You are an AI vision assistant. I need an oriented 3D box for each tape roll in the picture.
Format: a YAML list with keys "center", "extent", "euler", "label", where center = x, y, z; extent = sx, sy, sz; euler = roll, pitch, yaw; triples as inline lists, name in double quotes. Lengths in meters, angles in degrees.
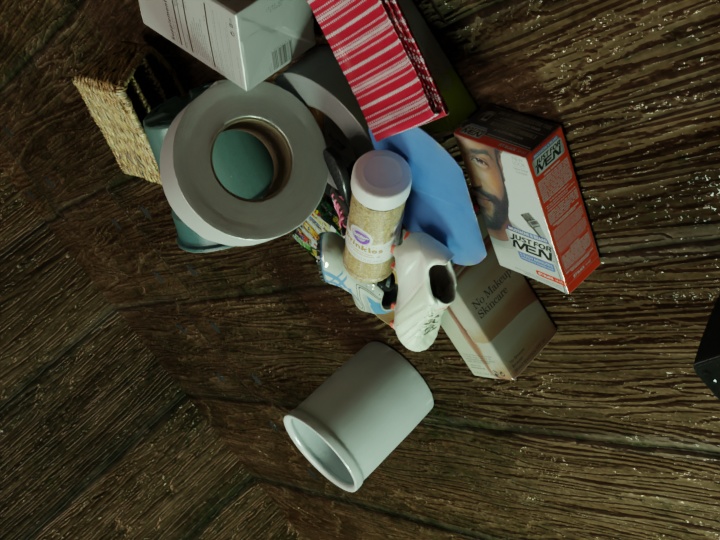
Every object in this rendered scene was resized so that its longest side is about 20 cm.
- center: [-0.143, -0.133, 1.528]
  extent: [0.202, 0.202, 0.071]
  euler: [52, 160, -10]
  label: "tape roll"
- center: [-0.020, -0.184, 1.569]
  extent: [0.200, 0.066, 0.200]
  euler: [40, 156, 21]
  label: "tape roll"

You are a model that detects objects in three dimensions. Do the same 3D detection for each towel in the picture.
- center: [0.009, -0.239, 1.315]
  extent: [0.145, 0.022, 0.200]
  euler: [-11, 108, 61]
  label: "towel"

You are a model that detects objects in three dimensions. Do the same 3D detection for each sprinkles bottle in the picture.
- center: [0.018, -0.060, 1.465]
  extent: [0.068, 0.068, 0.200]
  euler: [41, 155, 17]
  label: "sprinkles bottle"

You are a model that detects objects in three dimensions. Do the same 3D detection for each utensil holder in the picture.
- center: [0.000, 0.240, 2.072]
  extent: [0.170, 0.200, 0.170]
  euler: [40, 158, 20]
  label: "utensil holder"

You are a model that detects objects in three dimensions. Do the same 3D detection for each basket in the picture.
- center: [-0.320, -0.248, 1.921]
  extent: [0.149, 0.143, 0.200]
  euler: [19, 142, 47]
  label: "basket"

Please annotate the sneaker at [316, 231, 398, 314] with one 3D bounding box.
- center: [0.000, 0.000, 1.618]
  extent: [0.072, 0.072, 0.200]
  euler: [-7, 155, 24]
  label: "sneaker"

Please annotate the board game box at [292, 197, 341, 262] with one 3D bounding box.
- center: [-0.051, -0.048, 1.825]
  extent: [0.105, 0.023, 0.200]
  euler: [44, 164, 5]
  label: "board game box"

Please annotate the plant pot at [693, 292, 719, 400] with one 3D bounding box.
- center: [0.404, 0.062, 1.041]
  extent: [0.200, 0.177, 0.200]
  euler: [48, 160, 0]
  label: "plant pot"

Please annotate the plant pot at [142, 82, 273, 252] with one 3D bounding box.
- center: [-0.216, -0.160, 1.832]
  extent: [0.200, 0.200, 0.196]
  euler: [18, 137, 51]
  label: "plant pot"

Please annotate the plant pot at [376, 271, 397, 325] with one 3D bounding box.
- center: [0.032, 0.012, 1.858]
  extent: [0.200, 0.027, 0.200]
  euler: [39, 157, 20]
  label: "plant pot"

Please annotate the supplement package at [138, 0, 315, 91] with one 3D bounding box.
- center: [-0.168, -0.333, 1.508]
  extent: [0.200, 0.121, 0.120]
  euler: [36, 151, 29]
  label: "supplement package"

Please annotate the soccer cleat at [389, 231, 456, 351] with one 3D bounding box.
- center: [0.080, 0.037, 1.492]
  extent: [0.078, 0.069, 0.200]
  euler: [27, 145, 28]
  label: "soccer cleat"

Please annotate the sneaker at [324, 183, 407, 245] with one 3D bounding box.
- center: [-0.005, -0.081, 1.679]
  extent: [0.200, 0.095, 0.079]
  euler: [33, 157, 34]
  label: "sneaker"

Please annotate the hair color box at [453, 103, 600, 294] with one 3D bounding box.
- center: [0.186, -0.078, 1.368]
  extent: [0.111, 0.064, 0.200]
  euler: [26, 149, 45]
  label: "hair color box"

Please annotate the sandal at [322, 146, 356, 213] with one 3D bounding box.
- center: [-0.002, -0.099, 1.536]
  extent: [0.200, 0.045, 0.075]
  euler: [61, -176, -62]
  label: "sandal"

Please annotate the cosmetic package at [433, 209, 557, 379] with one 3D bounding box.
- center: [0.149, 0.030, 1.568]
  extent: [0.200, 0.103, 0.087]
  euler: [54, 155, -20]
  label: "cosmetic package"

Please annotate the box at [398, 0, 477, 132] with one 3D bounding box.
- center: [0.034, -0.246, 1.385]
  extent: [0.200, 0.048, 0.122]
  euler: [56, 156, -20]
  label: "box"

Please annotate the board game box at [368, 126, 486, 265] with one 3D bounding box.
- center: [0.089, -0.098, 1.416]
  extent: [0.158, 0.039, 0.200]
  euler: [27, 147, 46]
  label: "board game box"
